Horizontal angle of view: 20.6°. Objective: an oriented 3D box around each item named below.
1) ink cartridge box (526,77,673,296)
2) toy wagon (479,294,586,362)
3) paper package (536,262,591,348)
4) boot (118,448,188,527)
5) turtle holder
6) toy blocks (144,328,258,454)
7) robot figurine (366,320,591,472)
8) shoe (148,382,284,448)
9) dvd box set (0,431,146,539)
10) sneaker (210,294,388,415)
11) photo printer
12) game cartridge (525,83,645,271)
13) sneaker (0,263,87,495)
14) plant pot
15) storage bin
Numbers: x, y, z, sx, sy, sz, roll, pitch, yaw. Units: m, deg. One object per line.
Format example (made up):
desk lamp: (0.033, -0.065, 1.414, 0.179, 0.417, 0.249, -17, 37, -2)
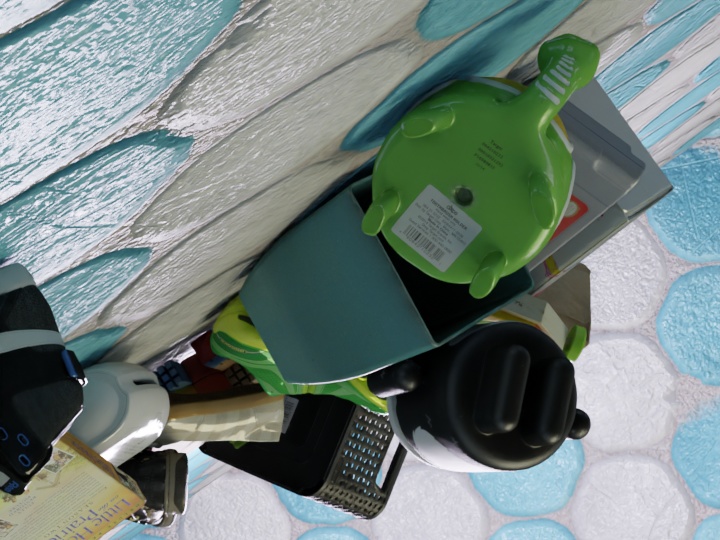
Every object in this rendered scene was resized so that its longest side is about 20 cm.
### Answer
ink cartridge box: (0.156, -0.069, 1.743, 0.083, 0.146, 0.200, -30, 173, -44)
toy wagon: (0.107, 0.065, 1.780, 0.200, 0.155, 0.040, 121, -11, -62)
paper package: (0.092, 0.039, 1.930, 0.191, 0.200, 0.104, -42, -149, 49)
boot: (-0.239, 0.196, 1.793, 0.151, 0.073, 0.200, 3, 173, -13)
turtle holder: (0.088, -0.087, 1.420, 0.132, 0.141, 0.186, -53, 153, -59)
toy blocks: (-0.167, 0.125, 1.880, 0.200, 0.100, 0.137, -36, 162, 11)
robot figurine: (0.100, 0.107, 1.629, 0.125, 0.150, 0.200, -39, -170, -22)
shoe: (-0.160, 0.138, 1.782, 0.200, 0.053, 0.070, -5, -169, -24)
dvd box set: (-0.269, 0.175, 1.497, 0.146, 0.029, 0.200, -37, 145, 4)
sneaker: (-0.046, 0.078, 1.786, 0.084, 0.200, 0.074, -37, -145, 46)
photo printer: (-0.248, 0.145, 1.611, 0.200, 0.069, 0.166, -34, 171, 1)
game cartridge: (0.125, -0.071, 1.646, 0.200, 0.133, 0.041, -43, -166, 46)
sneaker: (-0.226, 0.081, 1.028, 0.200, 0.112, 0.073, -30, 172, -35)
plant pot: (0.004, 0.010, 1.622, 0.200, 0.141, 0.141, -30, 179, 44)
storage bin: (-0.052, 0.150, 1.951, 0.094, 0.200, 0.135, 28, 82, -42)
